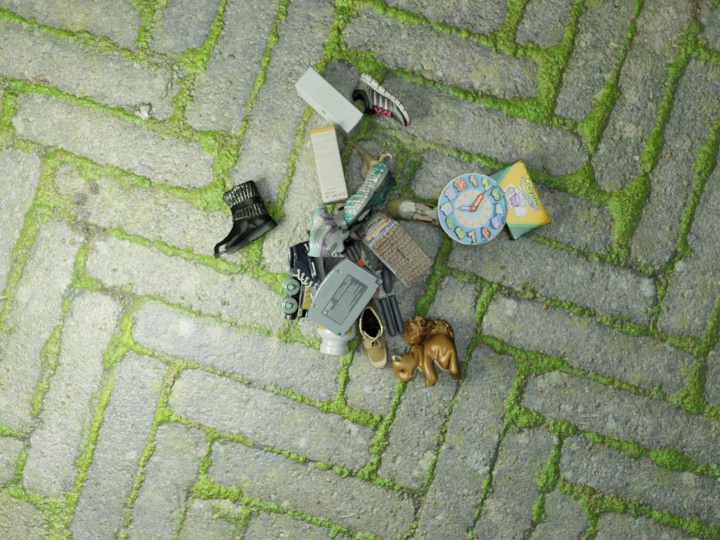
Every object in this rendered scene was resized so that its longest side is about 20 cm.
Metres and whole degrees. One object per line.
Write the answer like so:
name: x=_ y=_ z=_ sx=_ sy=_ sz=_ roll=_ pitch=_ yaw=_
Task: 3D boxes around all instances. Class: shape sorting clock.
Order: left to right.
shape sorting clock: x=0.314 y=-0.171 z=1.676 sx=0.199 sy=0.039 sz=0.201 roll=0 pitch=89 yaw=0

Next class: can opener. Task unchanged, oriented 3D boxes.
can opener: x=0.080 y=0.093 z=1.730 sx=0.052 sy=0.066 sz=0.201 roll=-15 pitch=96 yaw=-1

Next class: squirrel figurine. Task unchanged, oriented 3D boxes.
squirrel figurine: x=0.179 y=0.231 z=1.713 sx=0.186 sy=0.142 sz=0.201 roll=-10 pitch=77 yaw=11

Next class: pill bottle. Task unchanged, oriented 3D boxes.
pill bottle: x=-0.063 y=0.134 z=1.704 sx=0.111 sy=0.112 sz=0.201 roll=7 pitch=91 yaw=0

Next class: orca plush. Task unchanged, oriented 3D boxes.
orca plush: x=-0.049 y=-0.120 z=1.718 sx=0.200 sy=0.105 sz=0.071 roll=-37 pitch=130 yaw=-18

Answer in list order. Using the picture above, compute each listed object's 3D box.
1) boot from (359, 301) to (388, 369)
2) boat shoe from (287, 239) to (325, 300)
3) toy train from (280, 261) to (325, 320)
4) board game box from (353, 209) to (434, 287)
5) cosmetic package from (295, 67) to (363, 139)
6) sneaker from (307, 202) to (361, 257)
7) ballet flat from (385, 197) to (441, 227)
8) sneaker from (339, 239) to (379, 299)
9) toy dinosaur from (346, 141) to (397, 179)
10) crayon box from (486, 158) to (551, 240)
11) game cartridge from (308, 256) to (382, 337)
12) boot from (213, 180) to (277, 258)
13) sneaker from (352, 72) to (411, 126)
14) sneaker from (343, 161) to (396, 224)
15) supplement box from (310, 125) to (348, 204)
boot: x=0.038 y=0.190 z=1.683 sx=0.072 sy=0.155 sz=0.201 roll=-9 pitch=92 yaw=0
boat shoe: x=-0.147 y=0.017 z=1.641 sx=0.092 sy=0.075 sz=0.201 roll=-7 pitch=87 yaw=-33
toy train: x=-0.164 y=0.048 z=1.721 sx=0.113 sy=0.085 sz=0.201 roll=7 pitch=91 yaw=-10
board game box: x=0.087 y=-0.065 z=1.637 sx=0.097 sy=0.200 sz=0.159 roll=-44 pitch=110 yaw=1
cosmetic package: x=-0.087 y=-0.470 z=1.696 sx=0.200 sy=0.102 sz=0.074 roll=40 pitch=90 yaw=0
sneaker: x=-0.066 y=-0.100 z=1.626 sx=0.139 sy=0.201 sz=0.078 roll=10 pitch=135 yaw=-6
ballet flat: x=0.172 y=-0.168 z=1.720 sx=0.199 sy=0.071 sz=0.071 roll=14 pitch=91 yaw=0
sneaker: x=0.001 y=0.000 z=1.705 sx=0.070 sy=0.094 sz=0.200 roll=-29 pitch=50 yaw=0
toy dinosaur: x=0.042 y=-0.306 z=1.721 sx=0.101 sy=0.058 sz=0.201 roll=-29 pitch=91 yaw=2
crayon box: x=0.446 y=-0.201 z=1.722 sx=0.118 sy=0.058 sz=0.201 roll=-26 pitch=91 yaw=1
game cartridge: x=-0.048 y=0.069 z=1.603 sx=0.133 sy=0.042 sz=0.200 roll=34 pitch=106 yaw=-4
boot: x=-0.359 y=-0.145 z=1.712 sx=0.211 sy=0.079 sz=0.158 roll=-34 pitch=98 yaw=-10
sneaker: x=0.055 y=-0.467 z=1.711 sx=0.200 sy=0.074 sz=0.088 roll=43 pitch=91 yaw=4
sneaker: x=0.033 y=-0.201 z=1.669 sx=0.091 sy=0.077 sz=0.200 roll=42 pitch=81 yaw=-34
supplement box: x=-0.087 y=-0.290 z=1.688 sx=0.073 sy=0.126 sz=0.201 roll=-11 pitch=91 yaw=0
